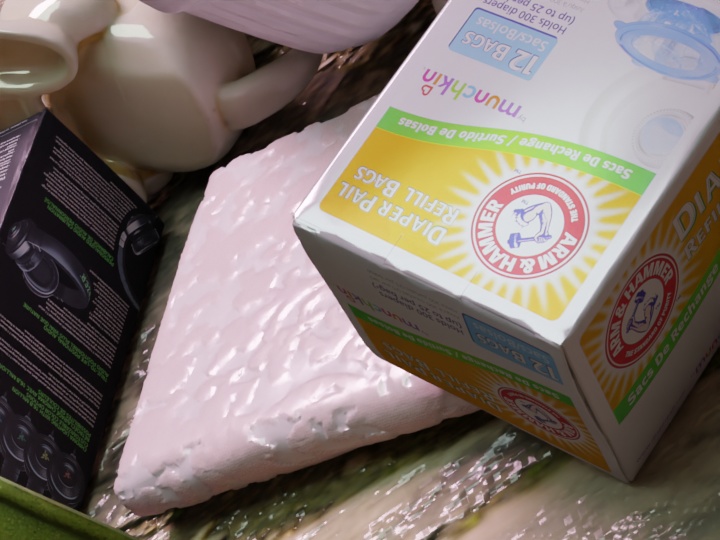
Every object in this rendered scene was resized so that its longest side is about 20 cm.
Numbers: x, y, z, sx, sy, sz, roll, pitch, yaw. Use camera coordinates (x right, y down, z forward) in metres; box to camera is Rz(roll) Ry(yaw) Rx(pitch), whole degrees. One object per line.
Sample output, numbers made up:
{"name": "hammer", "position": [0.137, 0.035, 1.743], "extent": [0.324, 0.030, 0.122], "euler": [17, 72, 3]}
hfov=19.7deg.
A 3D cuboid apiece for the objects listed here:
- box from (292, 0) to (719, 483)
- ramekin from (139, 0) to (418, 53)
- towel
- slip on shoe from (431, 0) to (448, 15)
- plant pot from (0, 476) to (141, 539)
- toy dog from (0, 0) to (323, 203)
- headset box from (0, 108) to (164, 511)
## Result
{"name": "box", "position": [0.087, -0.048, 0.695], "extent": [0.112, 0.101, 0.200], "euler": [27, 73, 31]}
{"name": "ramekin", "position": [-0.017, -0.191, 0.910], "extent": [0.200, 0.105, 0.200], "euler": [-50, 27, 37]}
{"name": "towel", "position": [0.000, 0.000, 0.837], "extent": [0.200, 0.032, 0.191], "euler": [-22, 38, 32]}
{"name": "slip on shoe", "position": [0.090, -0.187, 0.899], "extent": [0.061, 0.076, 0.200], "euler": [-19, 42, 57]}
{"name": "plant pot", "position": [-0.125, 0.169, 0.660], "extent": [0.200, 0.200, 0.193], "euler": [11, 73, 53]}
{"name": "toy dog", "position": [-0.111, -0.141, 1.029], "extent": [0.194, 0.140, 0.200], "euler": [-14, 42, 23]}
{"name": "headset box", "position": [-0.200, 0.051, 0.947], "extent": [0.174, 0.093, 0.200], "euler": [-22, 39, 31]}
